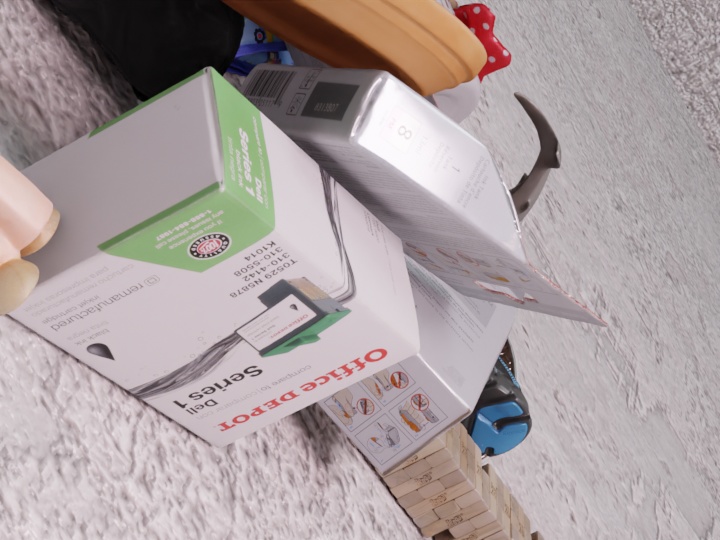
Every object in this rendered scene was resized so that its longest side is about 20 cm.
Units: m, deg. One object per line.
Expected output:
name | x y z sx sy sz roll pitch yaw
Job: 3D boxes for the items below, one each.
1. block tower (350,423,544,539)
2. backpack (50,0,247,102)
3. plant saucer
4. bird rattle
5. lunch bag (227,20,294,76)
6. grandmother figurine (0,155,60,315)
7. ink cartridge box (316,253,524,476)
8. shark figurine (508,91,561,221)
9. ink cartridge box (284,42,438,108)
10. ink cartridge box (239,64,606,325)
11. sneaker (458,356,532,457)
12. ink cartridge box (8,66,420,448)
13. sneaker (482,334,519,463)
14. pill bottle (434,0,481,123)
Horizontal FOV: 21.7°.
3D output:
block tower | 0.069 0.160 1.314 0.200 0.058 0.054 53 21 -25
backpack | -0.124 -0.208 1.188 0.167 0.126 0.200 53 21 -22
plant saucer | -0.025 -0.148 1.034 0.199 0.038 0.200 28 -2 1
bird rattle | 0.062 -0.256 1.733 0.201 0.112 0.163 63 -16 -2
lunch bag | -0.084 -0.222 1.389 0.200 0.094 0.152 -10 76 -60
grandmother figurine | -0.219 -0.074 0.872 0.200 0.060 0.122 51 25 -34
ink cartridge box | 0.000 0.000 1.214 0.200 0.084 0.176 48 29 -6
shark figurine | 0.071 -0.028 1.339 0.128 0.213 0.090 51 33 -33
ink cartridge box | 0.000 -0.171 1.263 0.200 0.057 0.163 9 -53 60
ink cartridge box | 0.038 -0.045 1.076 0.199 0.057 0.162 30 -8 -28
sneaker | 0.036 0.052 1.333 0.200 0.073 0.082 43 16 -19
ink cartridge box | -0.078 0.001 1.005 0.200 0.145 0.085 40 31 -47
sneaker | 0.079 0.064 1.448 0.085 0.072 0.202 110 -17 -64
pill bottle | 0.021 -0.216 1.592 0.112 0.112 0.201 25 42 -60
